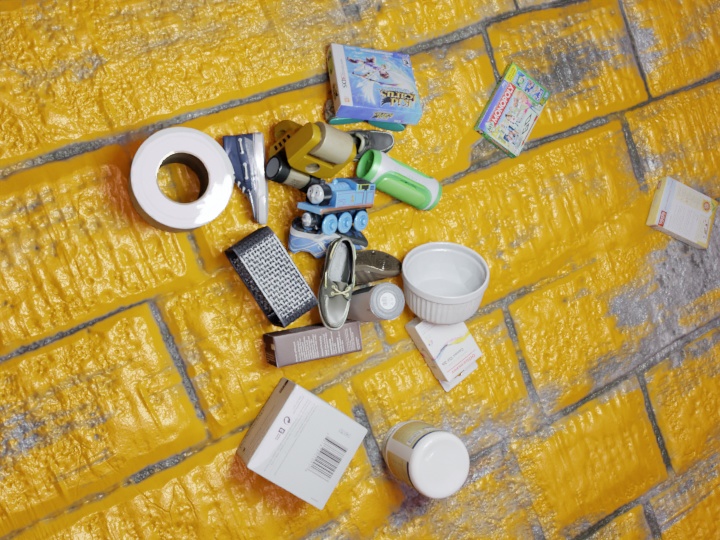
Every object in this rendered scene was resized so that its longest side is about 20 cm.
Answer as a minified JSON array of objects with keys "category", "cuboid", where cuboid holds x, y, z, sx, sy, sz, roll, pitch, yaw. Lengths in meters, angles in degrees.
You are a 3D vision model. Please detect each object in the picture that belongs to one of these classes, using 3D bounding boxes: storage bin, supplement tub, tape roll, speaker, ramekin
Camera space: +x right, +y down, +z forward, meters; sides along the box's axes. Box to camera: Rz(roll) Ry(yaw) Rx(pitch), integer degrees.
[{"category":"storage bin","cuboid":[-0.192,0.014,1.513,0.094,0.135,0.200,-35,101,-17]},{"category":"supplement tub","cuboid":[0.141,0.420,1.598,0.144,0.200,0.145,0,89,-20]},{"category":"tape roll","cuboid":[-0.371,-0.181,1.449,0.202,0.139,0.203,0,89,-20]},{"category":"speaker","cuboid":[0.026,0.075,1.561,0.081,0.200,0.082,2,84,-18]},{"category":"speaker","cuboid":[0.092,-0.208,1.636,0.200,0.088,0.089,22,82,-30]},{"category":"ramekin","cuboid":[0.192,0.034,1.630,0.200,0.200,0.105,-16,134,-20]}]

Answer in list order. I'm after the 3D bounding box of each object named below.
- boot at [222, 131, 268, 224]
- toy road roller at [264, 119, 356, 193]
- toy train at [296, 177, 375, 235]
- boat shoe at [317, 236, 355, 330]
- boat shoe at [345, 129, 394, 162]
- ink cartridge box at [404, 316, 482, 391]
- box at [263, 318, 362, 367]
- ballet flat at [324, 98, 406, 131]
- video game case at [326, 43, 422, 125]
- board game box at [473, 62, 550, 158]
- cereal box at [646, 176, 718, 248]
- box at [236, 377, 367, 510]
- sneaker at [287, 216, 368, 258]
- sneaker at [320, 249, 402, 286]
[{"category":"boot","cuboid":[-0.251,-0.198,1.540,0.090,0.073,0.201,-4,92,-2]},{"category":"toy road roller","cuboid":[-0.117,-0.271,1.521,0.123,0.200,0.146,15,54,-43]},{"category":"toy train","cuboid":[-0.051,-0.143,1.526,0.200,0.087,0.115,-12,113,-50]},{"category":"boat shoe","cuboid":[-0.049,0.026,1.520,0.072,0.060,0.202,7,81,-14]},{"category":"boat shoe","cuboid":[-0.006,-0.288,1.624,0.200,0.066,0.072,-10,91,-21]},{"category":"ink cartridge box","cuboid":[0.210,0.184,1.698,0.116,0.067,0.200,-35,101,-18]},{"category":"box","cuboid":[-0.106,0.159,1.563,0.199,0.100,0.075,-7,92,-20]},{"category":"ballet flat","cuboid":[0.014,-0.371,1.638,0.199,0.068,0.076,2,79,-17]},{"category":"video game case","cuboid":[0.031,-0.426,1.613,0.199,0.045,0.182,1,63,-20]},{"category":"board game box","cuboid":[0.386,-0.406,1.794,0.134,0.029,0.200,32,79,-18]},{"category":"cereal box","cuboid":[0.902,-0.161,1.977,0.199,0.040,0.144,21,82,-19]},{"category":"box","cuboid":[-0.128,0.372,1.535,0.200,0.131,0.199,35,78,-16]},{"category":"sneaker","cuboid":[-0.075,-0.070,1.603,0.199,0.076,0.077,8,124,-29]},{"category":"sneaker","cuboid":[0.000,0.000,1.630,0.199,0.076,0.071,3,45,-24]}]
